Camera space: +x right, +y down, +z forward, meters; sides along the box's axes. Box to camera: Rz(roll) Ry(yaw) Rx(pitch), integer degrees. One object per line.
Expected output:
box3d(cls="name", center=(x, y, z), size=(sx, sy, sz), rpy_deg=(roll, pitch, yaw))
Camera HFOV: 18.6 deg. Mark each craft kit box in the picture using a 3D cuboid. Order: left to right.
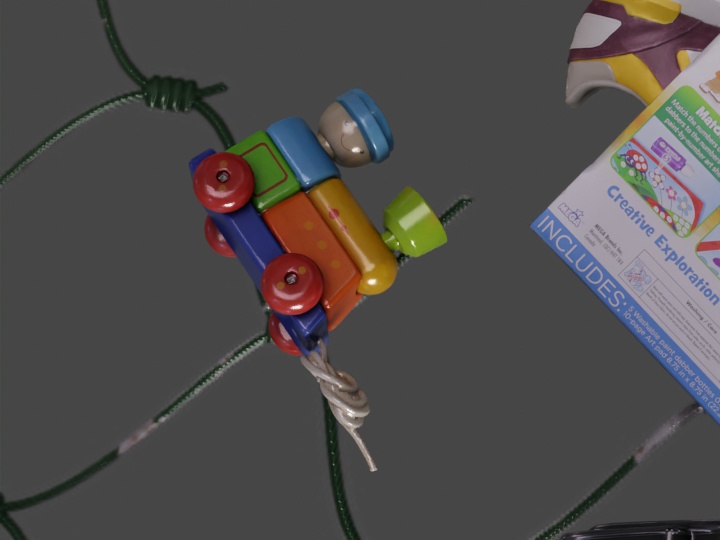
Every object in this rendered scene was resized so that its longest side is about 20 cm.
box3d(cls="craft kit box", center=(0.224, -0.023, 1.129), size=(0.200, 0.048, 0.198), rpy_deg=(47, 111, 7))

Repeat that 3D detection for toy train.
box3d(cls="toy train", center=(0.000, 0.000, 1.208), size=(0.115, 0.085, 0.200), rpy_deg=(-32, 72, -9))

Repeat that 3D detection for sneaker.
box3d(cls="sneaker", center=(0.208, -0.095, 1.185), size=(0.199, 0.075, 0.091), rpy_deg=(22, 94, 22))

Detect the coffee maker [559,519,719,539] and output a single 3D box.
box3d(cls="coffee maker", center=(0.149, 0.226, 1.087), size=(0.191, 0.135, 0.201), rpy_deg=(-4, 76, 13))
